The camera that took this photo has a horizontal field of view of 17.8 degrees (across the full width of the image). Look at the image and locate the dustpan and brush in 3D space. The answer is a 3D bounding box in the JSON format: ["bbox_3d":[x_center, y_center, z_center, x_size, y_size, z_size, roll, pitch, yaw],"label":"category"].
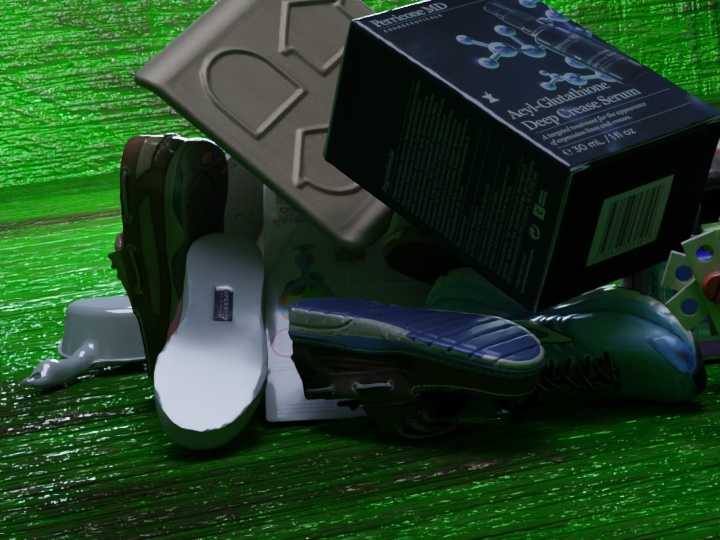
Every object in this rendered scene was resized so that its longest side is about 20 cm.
[{"bbox_3d":[-0.195,0.055,1.766,0.139,0.058,0.200,3,4,30],"label":"dustpan and brush"}]

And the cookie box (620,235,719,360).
[{"bbox_3d":[0.283,0.006,1.642,0.170,0.076,0.200,-6,7,-3],"label":"cookie box"}]

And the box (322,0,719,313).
[{"bbox_3d":[0.101,-0.084,1.456,0.148,0.108,0.200,-20,44,-40],"label":"box"}]

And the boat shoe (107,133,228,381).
[{"bbox_3d":[-0.135,-0.009,1.601,0.071,0.201,0.076,18,32,20],"label":"boat shoe"}]

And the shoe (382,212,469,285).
[{"bbox_3d":[0.097,0.002,1.535,0.199,0.054,0.070,31,-45,-34],"label":"shoe"}]

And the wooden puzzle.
[{"bbox_3d":[-0.031,-0.113,1.573,0.199,0.046,0.185,36,49,8],"label":"wooden puzzle"}]

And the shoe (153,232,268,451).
[{"bbox_3d":[-0.096,0.069,1.498,0.071,0.092,0.201,6,37,-2],"label":"shoe"}]

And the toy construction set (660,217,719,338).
[{"bbox_3d":[0.242,0.015,1.388,0.091,0.132,0.200,-3,8,19],"label":"toy construction set"}]

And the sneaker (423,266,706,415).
[{"bbox_3d":[0.121,0.062,1.439,0.199,0.079,0.090,7,42,29],"label":"sneaker"}]

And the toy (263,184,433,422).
[{"bbox_3d":[-0.006,0.023,1.549,0.114,0.201,0.047,-5,-34,3],"label":"toy"}]

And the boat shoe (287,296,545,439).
[{"bbox_3d":[0.036,0.063,1.408,0.072,0.073,0.199,-11,14,-40],"label":"boat shoe"}]

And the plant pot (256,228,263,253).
[{"bbox_3d":[0.000,0.000,1.678,0.198,0.136,0.200,-5,7,1],"label":"plant pot"}]

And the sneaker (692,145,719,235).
[{"bbox_3d":[0.290,-0.052,1.603,0.198,0.078,0.082,-11,35,-20],"label":"sneaker"}]

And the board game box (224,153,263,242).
[{"bbox_3d":[-0.044,-0.055,1.735,0.200,0.026,0.200,-40,-38,2],"label":"board game box"}]
